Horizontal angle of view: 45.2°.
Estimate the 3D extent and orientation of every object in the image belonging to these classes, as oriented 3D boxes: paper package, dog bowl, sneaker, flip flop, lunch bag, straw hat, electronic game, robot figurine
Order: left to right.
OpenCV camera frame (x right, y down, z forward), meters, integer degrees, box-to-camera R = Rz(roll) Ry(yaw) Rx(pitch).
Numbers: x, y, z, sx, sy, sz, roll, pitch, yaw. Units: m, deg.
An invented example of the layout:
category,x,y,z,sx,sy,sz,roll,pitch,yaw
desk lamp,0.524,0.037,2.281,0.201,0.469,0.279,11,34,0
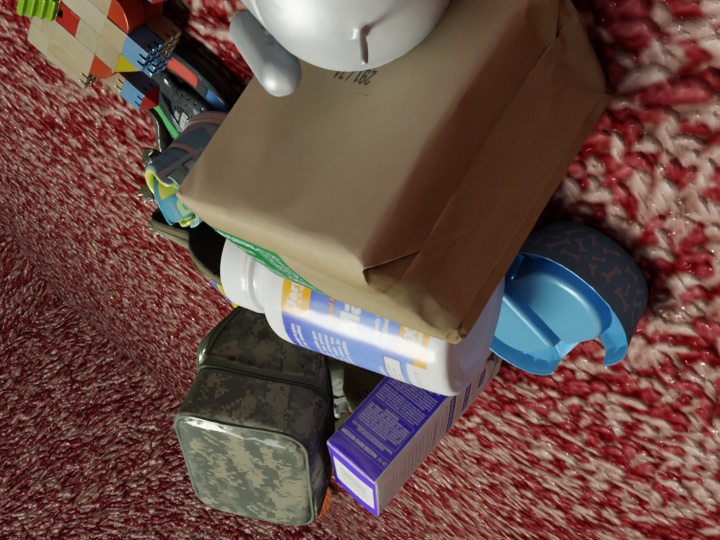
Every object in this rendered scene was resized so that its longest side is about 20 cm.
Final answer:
category,x,y,z,sx,sy,sz,roll,pitch,yaw
electronic game,-0.172,-0.164,0.931,0.200,0.042,0.200,38,159,17
flip flop,-0.141,-0.025,0.841,0.200,0.081,0.058,27,143,48
sneaker,-0.113,-0.086,0.798,0.199,0.131,0.080,5,132,35
lunch bag,-0.088,0.134,0.857,0.139,0.168,0.201,11,141,10
robot figurine,-0.021,-0.181,0.466,0.112,0.170,0.200,8,-150,-36
sneaker,-0.039,0.142,1.037,0.074,0.082,0.200,5,161,29
straw hat,0.022,0.128,0.957,0.201,0.201,0.085,-4,114,63
paper package,0.014,-0.075,0.525,0.200,0.191,0.103,21,164,48
dog bowl,0.146,0.022,0.678,0.112,0.050,0.200,46,160,-4

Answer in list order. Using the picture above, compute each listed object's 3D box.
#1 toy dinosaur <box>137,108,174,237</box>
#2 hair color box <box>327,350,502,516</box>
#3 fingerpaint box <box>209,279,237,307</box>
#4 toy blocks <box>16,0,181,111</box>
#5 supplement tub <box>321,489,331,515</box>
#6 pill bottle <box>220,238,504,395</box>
category,x,y,z,sx,sy,sz,roll,pitch,yaw
toy dinosaur,-0.201,-0.095,0.966,0.200,0.077,0.102,54,-162,-3
hair color box,0.057,0.127,0.828,0.065,0.200,0.109,37,157,21
fingerpaint box,-0.096,0.031,1.115,0.167,0.073,0.200,45,158,-5
toy blocks,-0.235,-0.237,0.820,0.137,0.100,0.200,40,138,0
supplement tub,-0.159,0.545,2.149,0.123,0.123,0.200,52,158,-20
pill bottle,-0.003,0.012,0.650,0.199,0.112,0.112,16,148,25
